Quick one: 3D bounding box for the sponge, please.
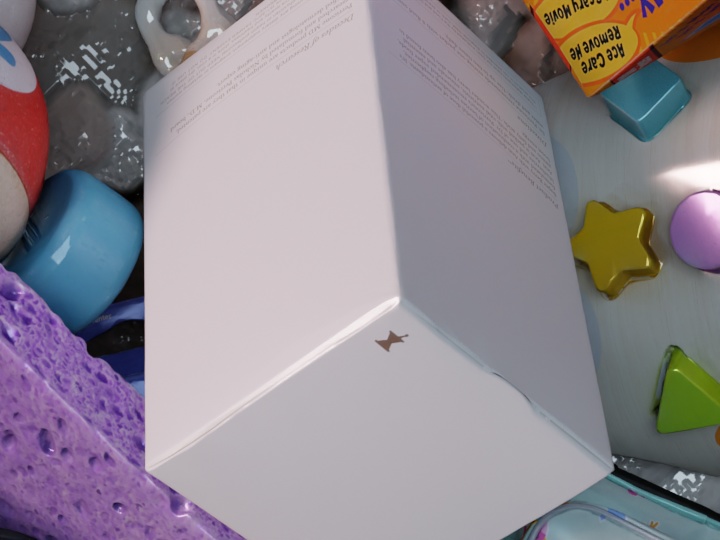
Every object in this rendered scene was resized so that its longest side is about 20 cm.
[{"bbox_3d":[-0.114,0.067,0.904,0.200,0.111,0.030,45,53,-10],"label":"sponge"}]

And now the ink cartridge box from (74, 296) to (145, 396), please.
[{"bbox_3d":[-0.076,0.108,0.995,0.118,0.042,0.202,-13,83,-2],"label":"ink cartridge box"}]

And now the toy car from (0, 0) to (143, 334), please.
[{"bbox_3d":[-0.173,-0.095,0.954,0.184,0.176,0.201,36,57,-28],"label":"toy car"}]

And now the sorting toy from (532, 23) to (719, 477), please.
[{"bbox_3d":[0.107,-0.006,0.990,0.179,0.107,0.202,-10,85,18],"label":"sorting toy"}]

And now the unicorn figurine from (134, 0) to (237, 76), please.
[{"bbox_3d":[-0.054,-0.147,1.007,0.198,0.074,0.138,-3,75,-15],"label":"unicorn figurine"}]

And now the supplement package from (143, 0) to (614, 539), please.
[{"bbox_3d":[0.000,0.000,0.898,0.119,0.201,0.121,-34,127,24],"label":"supplement package"}]

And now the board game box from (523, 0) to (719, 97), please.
[{"bbox_3d":[0.144,-0.225,0.909,0.199,0.200,0.201,-31,85,-34],"label":"board game box"}]

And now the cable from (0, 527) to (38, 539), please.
[{"bbox_3d":[-0.146,0.172,0.948,0.198,0.051,0.165,-4,100,22],"label":"cable"}]

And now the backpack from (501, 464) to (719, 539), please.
[{"bbox_3d":[0.088,0.182,0.933,0.175,0.153,0.201,25,90,-7],"label":"backpack"}]
